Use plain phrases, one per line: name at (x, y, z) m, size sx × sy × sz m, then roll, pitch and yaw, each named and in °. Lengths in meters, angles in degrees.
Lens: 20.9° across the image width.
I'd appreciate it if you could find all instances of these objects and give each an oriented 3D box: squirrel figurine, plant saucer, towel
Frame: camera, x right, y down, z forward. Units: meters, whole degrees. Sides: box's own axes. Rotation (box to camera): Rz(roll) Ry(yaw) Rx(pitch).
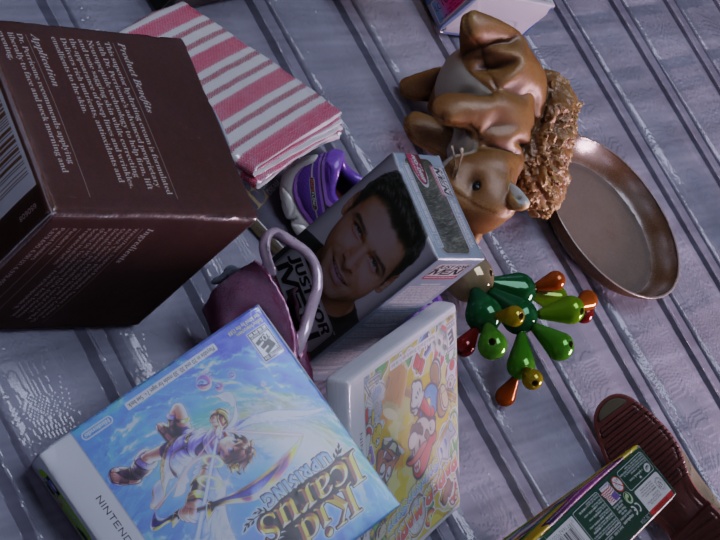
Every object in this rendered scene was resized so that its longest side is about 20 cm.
squirrel figurine at (0.141, -0.119, 1.900) m, size 0.199 × 0.141 × 0.188 m, roll 18°, pitch 54°, yaw -33°
plant saucer at (0.258, -0.051, 2.055) m, size 0.199 × 0.032 × 0.201 m, roll 28°, pitch 42°, yaw -28°
towel at (-0.126, -0.152, 1.670) m, size 0.200 × 0.030 × 0.146 m, roll 36°, pitch 37°, yaw 14°

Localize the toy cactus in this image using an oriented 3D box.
toy cactus at (0.128, 0.034, 1.809) m, size 0.165 × 0.103 × 0.200 m, roll 38°, pitch 36°, yaw 13°

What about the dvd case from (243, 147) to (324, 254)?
dvd case at (-0.105, -0.118, 1.727) m, size 0.200 × 0.016 × 0.149 m, roll 46°, pitch 36°, yaw -7°

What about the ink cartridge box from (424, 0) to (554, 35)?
ink cartridge box at (0.111, -0.354, 2.116) m, size 0.136 × 0.076 × 0.201 m, roll 1°, pitch 60°, yaw -48°

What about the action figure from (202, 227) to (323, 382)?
action figure at (-0.053, 0.094, 1.502) m, size 0.134 × 0.149 × 0.201 m, roll 26°, pitch 29°, yaw -40°

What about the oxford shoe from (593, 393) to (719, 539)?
oxford shoe at (0.291, 0.206, 1.860) m, size 0.201 × 0.070 × 0.075 m, roll 57°, pitch 9°, yaw 9°

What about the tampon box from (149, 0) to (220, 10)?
tampon box at (-0.157, -0.360, 1.783) m, size 0.150 × 0.126 × 0.201 m, roll -24°, pitch 79°, yaw -53°

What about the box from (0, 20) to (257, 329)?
box at (-0.219, -0.066, 1.429) m, size 0.199 × 0.164 × 0.167 m, roll 0°, pitch 59°, yaw -48°

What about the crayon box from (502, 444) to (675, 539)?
crayon box at (0.140, 0.237, 1.556) m, size 0.058 × 0.172 × 0.200 m, roll 52°, pitch 36°, yaw 6°

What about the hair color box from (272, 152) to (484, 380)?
hair color box at (0.000, 0.000, 1.582) m, size 0.060 × 0.200 × 0.100 m, roll 1°, pitch 58°, yaw -47°

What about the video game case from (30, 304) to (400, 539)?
video game case at (-0.102, 0.153, 1.390) m, size 0.199 × 0.045 × 0.182 m, roll -35°, pitch 87°, yaw -22°

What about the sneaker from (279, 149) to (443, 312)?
sneaker at (0.012, -0.022, 1.706) m, size 0.200 × 0.083 × 0.081 m, roll 49°, pitch 37°, yaw -23°

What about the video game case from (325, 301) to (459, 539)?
video game case at (0.030, 0.140, 1.545) m, size 0.200 × 0.023 × 0.183 m, roll -32°, pitch 124°, yaw -59°
